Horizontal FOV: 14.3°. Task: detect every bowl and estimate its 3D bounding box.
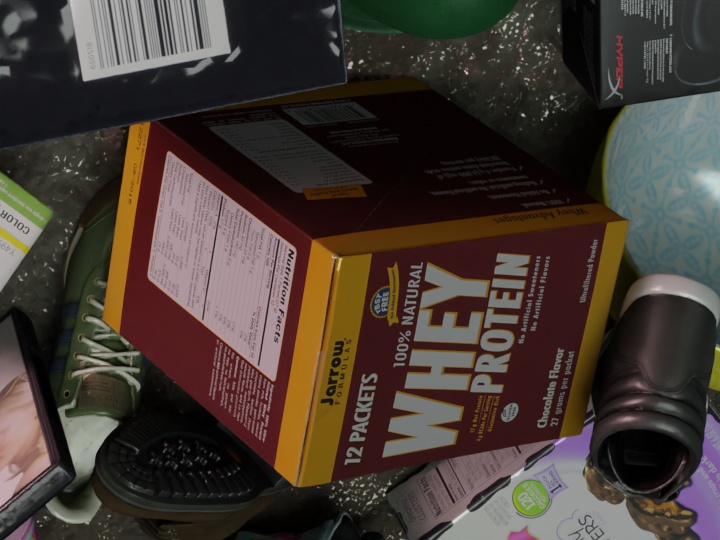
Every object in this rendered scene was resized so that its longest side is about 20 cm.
[{"bbox_3d":[0.206,-0.004,1.677,0.199,0.201,0.108,10,146,-20],"label":"bowl"}]

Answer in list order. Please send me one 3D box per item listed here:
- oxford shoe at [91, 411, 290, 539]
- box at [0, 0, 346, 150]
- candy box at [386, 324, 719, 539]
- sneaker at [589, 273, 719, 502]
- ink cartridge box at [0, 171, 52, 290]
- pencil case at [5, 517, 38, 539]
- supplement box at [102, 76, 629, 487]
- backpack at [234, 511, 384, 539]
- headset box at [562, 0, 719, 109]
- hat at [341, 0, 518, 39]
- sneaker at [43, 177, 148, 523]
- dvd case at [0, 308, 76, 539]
[{"bbox_3d":[-0.102,0.130,1.650,0.084,0.073,0.200,-47,159,16],"label":"oxford shoe"},{"bbox_3d":[-0.124,-0.163,1.472,0.195,0.200,0.118,-11,117,-9],"label":"box"},{"bbox_3d":[0.145,0.151,1.778,0.200,0.072,0.168,-37,119,4],"label":"candy box"},{"bbox_3d":[0.153,0.089,1.573,0.070,0.100,0.200,14,153,5],"label":"sneaker"},{"bbox_3d":[-0.286,0.005,1.554,0.148,0.076,0.201,36,84,-27],"label":"ink cartridge box"},{"bbox_3d":[-0.226,0.191,1.688,0.087,0.088,0.201,-14,119,-9],"label":"pencil case"},{"bbox_3d":[0.000,0.000,1.558,0.196,0.200,0.134,-8,120,-35],"label":"supplement box"},{"bbox_3d":[-0.047,0.264,1.711,0.150,0.201,0.178,-13,122,14],"label":"backpack"},{"bbox_3d":[0.218,-0.185,1.629,0.199,0.075,0.150,-10,118,-11],"label":"headset box"},{"bbox_3d":[0.062,-0.133,1.514,0.165,0.177,0.201,-16,146,-6],"label":"hat"},{"bbox_3d":[-0.144,0.054,1.639,0.067,0.090,0.201,13,111,-20],"label":"sneaker"},{"bbox_3d":[-0.226,0.108,1.579,0.142,0.200,0.018,-40,116,5],"label":"dvd case"}]
